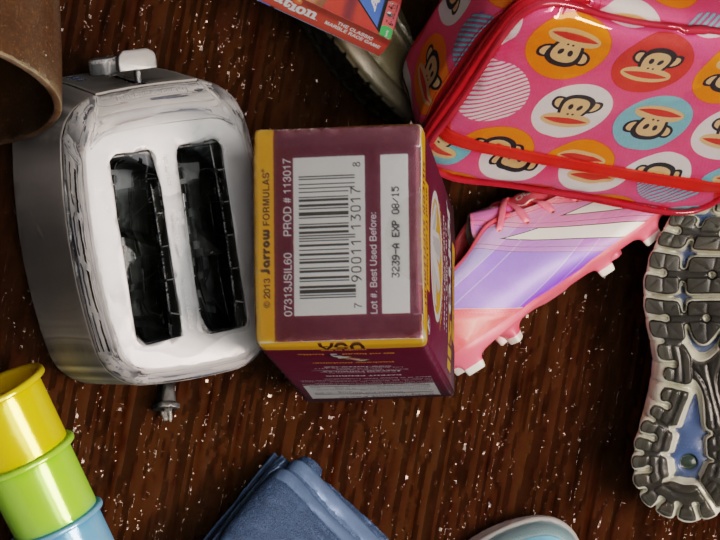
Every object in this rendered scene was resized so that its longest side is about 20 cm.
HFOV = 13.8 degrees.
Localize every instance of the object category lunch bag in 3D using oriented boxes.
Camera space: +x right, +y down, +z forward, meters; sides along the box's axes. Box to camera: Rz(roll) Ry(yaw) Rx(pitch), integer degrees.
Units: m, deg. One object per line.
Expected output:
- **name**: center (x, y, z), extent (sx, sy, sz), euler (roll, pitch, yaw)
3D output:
- **lunch bag**: center (0.125, -0.099, 1.567), extent (0.200, 0.176, 0.082), euler (8, 51, -25)

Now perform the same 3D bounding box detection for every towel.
- **towel**: center (-0.058, 0.198, 1.578), extent (0.112, 0.049, 0.200), euler (47, 51, -10)

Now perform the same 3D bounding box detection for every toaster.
- **toaster**: center (-0.112, -0.014, 1.547), extent (0.113, 0.129, 0.200), euler (-8, 94, -17)

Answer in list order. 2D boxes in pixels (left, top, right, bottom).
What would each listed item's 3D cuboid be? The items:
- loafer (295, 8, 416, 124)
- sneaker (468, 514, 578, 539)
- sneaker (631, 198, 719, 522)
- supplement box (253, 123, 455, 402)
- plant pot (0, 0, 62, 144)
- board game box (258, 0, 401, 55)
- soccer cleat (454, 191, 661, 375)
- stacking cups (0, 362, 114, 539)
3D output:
- **loafer**: center (-0.006, -0.155, 1.608), extent (0.067, 0.076, 0.200), euler (-42, 103, -7)
- **sneaker**: center (0.062, 0.214, 1.609), extent (0.200, 0.131, 0.080), euler (-44, 102, -13)
- **sneaker**: center (0.197, 0.036, 1.674), extent (0.078, 0.089, 0.200), euler (14, 104, 11)
- **supplement box**: center (0.000, 0.000, 1.525), extent (0.085, 0.200, 0.111), euler (-1, 80, 6)
- **plant pot**: center (-0.231, -0.186, 1.493), extent (0.187, 0.187, 0.200), euler (12, 72, -18)
- **board game box**: center (-0.012, -0.214, 1.581), extent (0.103, 0.019, 0.200), euler (23, 54, -12)
- **soccer cleat**: center (0.103, -0.022, 1.656), extent (0.200, 0.067, 0.077), euler (-38, 98, -11)
- **stacking cups**: center (-0.153, 0.149, 1.581), extent (0.060, 0.060, 0.200), euler (-29, 105, -16)
